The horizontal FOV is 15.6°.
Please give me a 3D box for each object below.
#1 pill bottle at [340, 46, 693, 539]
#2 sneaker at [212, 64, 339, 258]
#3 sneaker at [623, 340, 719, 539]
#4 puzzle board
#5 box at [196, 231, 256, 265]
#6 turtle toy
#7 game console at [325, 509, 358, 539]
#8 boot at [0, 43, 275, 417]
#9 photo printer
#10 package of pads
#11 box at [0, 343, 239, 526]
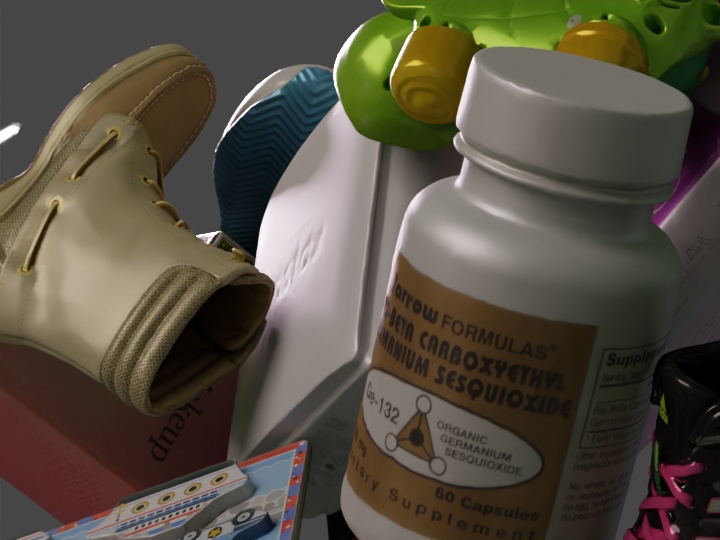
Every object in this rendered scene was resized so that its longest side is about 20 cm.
[{"bbox_3d":[0.066,0.019,1.051,0.114,0.114,0.200,-118,38,-68],"label":"pill bottle"},{"bbox_3d":[-0.036,-0.063,1.447,0.200,0.076,0.081,109,-179,-61],"label":"sneaker"},{"bbox_3d":[0.134,0.076,1.015,0.200,0.087,0.074,-50,20,5],"label":"sneaker"},{"bbox_3d":[-0.120,0.146,1.184,0.200,0.017,0.151,-20,25,14],"label":"puzzle board"},{"bbox_3d":[-0.093,0.030,1.541,0.035,0.110,0.200,-58,22,-19],"label":"box"},{"bbox_3d":[0.074,-0.099,1.169,0.200,0.101,0.146,0,47,30],"label":"turtle toy"},{"bbox_3d":[0.022,0.028,1.341,0.177,0.031,0.200,-54,24,29],"label":"game console"},{"bbox_3d":[-0.098,-0.022,1.305,0.155,0.073,0.200,22,53,31],"label":"boot"},{"bbox_3d":[0.000,0.000,1.284,0.166,0.069,0.200,-46,30,52],"label":"photo printer"},{"bbox_3d":[0.147,-0.021,1.170,0.200,0.076,0.121,-49,18,4],"label":"package of pads"},{"bbox_3d":[-0.130,0.066,1.429,0.109,0.200,0.128,-19,37,54],"label":"box"}]
